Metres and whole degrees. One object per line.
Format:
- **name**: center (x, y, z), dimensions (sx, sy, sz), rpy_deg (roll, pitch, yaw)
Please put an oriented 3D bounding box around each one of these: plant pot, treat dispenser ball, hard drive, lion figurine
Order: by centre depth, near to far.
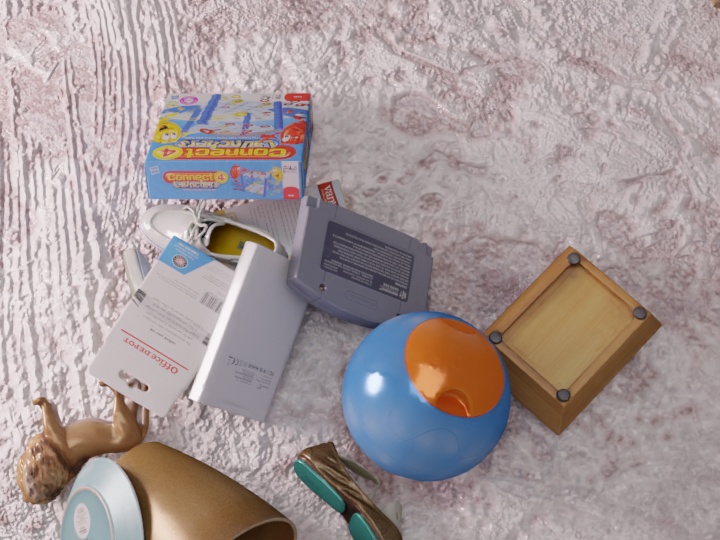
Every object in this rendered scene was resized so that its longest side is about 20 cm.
- **plant pot**: center (-0.208, 0.300, 1.468), dimensions (0.186, 0.186, 0.200), rpy_deg (-43, 59, -13)
- **treat dispenser ball**: center (0.078, 0.149, 1.487), dimensions (0.200, 0.201, 0.201), rpy_deg (-1, 70, 2)
- **hard drive**: center (-0.129, 0.078, 1.539), dimensions (0.026, 0.132, 0.200), rpy_deg (15, 82, 37)
- **lion figurine**: center (-0.333, 0.206, 1.549), dimensions (0.200, 0.072, 0.123), rpy_deg (-17, 77, -9)

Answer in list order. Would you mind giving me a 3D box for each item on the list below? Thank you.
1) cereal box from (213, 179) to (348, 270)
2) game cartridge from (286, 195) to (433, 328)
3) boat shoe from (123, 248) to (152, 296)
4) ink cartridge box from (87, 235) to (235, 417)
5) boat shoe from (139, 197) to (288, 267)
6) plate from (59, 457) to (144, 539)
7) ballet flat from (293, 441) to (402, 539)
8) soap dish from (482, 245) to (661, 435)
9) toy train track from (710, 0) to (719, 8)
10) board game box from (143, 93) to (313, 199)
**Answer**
- **cereal box**: center (-0.104, -0.027, 1.643), dimensions (0.200, 0.040, 0.144), rpy_deg (-14, 70, -4)
- **game cartridge**: center (0.000, 0.000, 1.580), dimensions (0.200, 0.041, 0.133), rpy_deg (22, 63, -29)
- **boat shoe**: center (-0.244, 0.057, 1.608), dimensions (0.071, 0.070, 0.201), rpy_deg (-21, 74, -17)
- **ink cartridge box**: center (-0.234, 0.075, 1.530), dimensions (0.116, 0.068, 0.200), rpy_deg (31, 70, 0)
- **boat shoe**: center (-0.193, -0.046, 1.586), dimensions (0.202, 0.086, 0.075), rpy_deg (20, 74, 11)
- **plate**: center (-0.309, 0.318, 1.453), dimensions (0.026, 0.200, 0.201), rpy_deg (3, 64, -38)
- **ballet flat**: center (0.004, 0.285, 1.520), dimensions (0.072, 0.068, 0.200), rpy_deg (-31, 67, -30)
- **soap dish**: center (0.257, 0.080, 1.571), dimensions (0.157, 0.081, 0.200), rpy_deg (42, 77, 15)
- **toy train track**: center (0.583, -0.393, 1.765), dimensions (0.200, 0.033, 0.115), rpy_deg (-12, 63, -9)
- **board game box**: center (-0.166, -0.165, 1.633), dimensions (0.199, 0.056, 0.196), rpy_deg (0, 33, 1)
